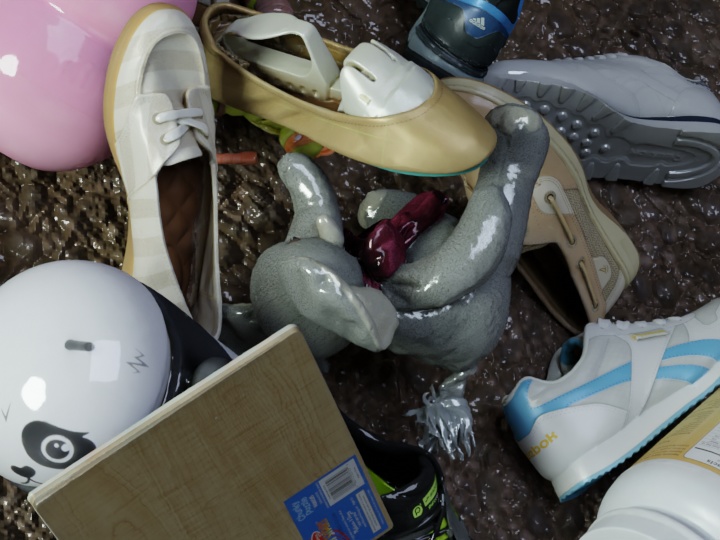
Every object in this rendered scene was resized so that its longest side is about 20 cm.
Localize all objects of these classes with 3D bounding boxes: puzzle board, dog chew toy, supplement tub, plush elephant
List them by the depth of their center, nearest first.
[{"bbox_3d":[-0.070,0.121,1.047,0.150,0.200,0.017,-34,53,-8],"label":"puzzle board"},{"bbox_3d":[-0.150,-0.156,1.168,0.124,0.200,0.125,34,12,-9],"label":"dog chew toy"},{"bbox_3d":[0.000,0.000,1.179,0.154,0.165,0.201,17,67,-30],"label":"plush elephant"},{"bbox_3d":[0.232,0.152,1.232,0.200,0.145,0.145,-36,84,-35],"label":"supplement tub"}]

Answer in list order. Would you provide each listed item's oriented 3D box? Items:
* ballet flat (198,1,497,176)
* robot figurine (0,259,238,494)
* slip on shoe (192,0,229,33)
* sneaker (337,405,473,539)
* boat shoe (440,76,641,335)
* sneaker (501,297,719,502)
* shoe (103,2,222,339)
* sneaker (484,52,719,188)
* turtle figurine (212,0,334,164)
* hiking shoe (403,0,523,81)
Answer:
[{"bbox_3d":[-0.015,-0.105,1.156,0.199,0.063,0.069,18,49,30],"label":"ballet flat"},{"bbox_3d":[-0.125,0.076,1.074,0.150,0.200,0.125,-41,54,4],"label":"robot figurine"},{"bbox_3d":[-0.154,-0.209,1.256,0.200,0.076,0.061,31,28,17],"label":"slip on shoe"},{"bbox_3d":[0.026,0.151,1.166,0.200,0.083,0.071,43,54,-1],"label":"sneaker"},{"bbox_3d":[0.104,-0.039,1.281,0.200,0.071,0.065,46,62,-29],"label":"boat shoe"},{"bbox_3d":[0.173,0.061,1.293,0.200,0.077,0.081,-33,81,-37],"label":"sneaker"},{"bbox_3d":[-0.101,-0.050,1.150,0.053,0.201,0.070,22,30,40],"label":"shoe"},{"bbox_3d":[0.158,-0.111,1.385,0.199,0.076,0.081,12,49,-26],"label":"sneaker"},{"bbox_3d":[-0.048,-0.128,1.286,0.199,0.064,0.162,-13,64,-22],"label":"turtle figurine"},{"bbox_3d":[0.078,-0.190,1.337,0.074,0.087,0.200,28,29,-18],"label":"hiking shoe"}]
